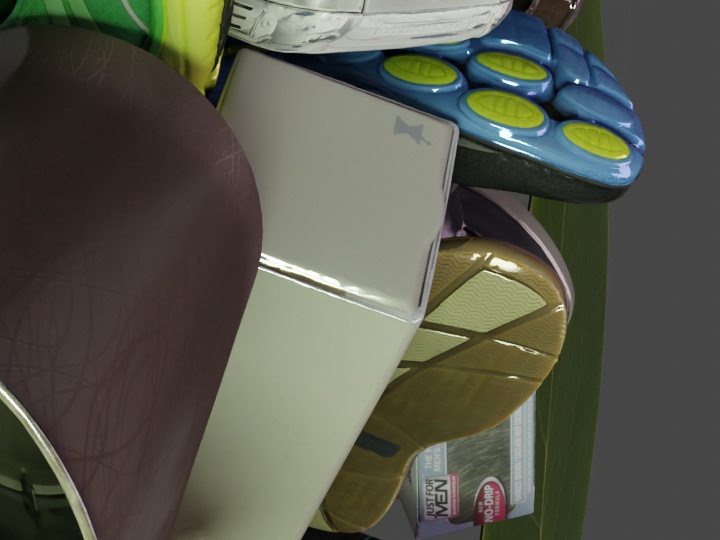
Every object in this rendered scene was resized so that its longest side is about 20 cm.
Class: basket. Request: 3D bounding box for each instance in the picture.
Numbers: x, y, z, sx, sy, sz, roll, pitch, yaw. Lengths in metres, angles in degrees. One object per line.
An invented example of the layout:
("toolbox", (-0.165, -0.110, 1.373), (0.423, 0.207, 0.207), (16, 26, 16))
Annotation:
("basket", (-0.099, 0.031, 0.502), (0.200, 0.136, 0.180), (-69, 180, -60))

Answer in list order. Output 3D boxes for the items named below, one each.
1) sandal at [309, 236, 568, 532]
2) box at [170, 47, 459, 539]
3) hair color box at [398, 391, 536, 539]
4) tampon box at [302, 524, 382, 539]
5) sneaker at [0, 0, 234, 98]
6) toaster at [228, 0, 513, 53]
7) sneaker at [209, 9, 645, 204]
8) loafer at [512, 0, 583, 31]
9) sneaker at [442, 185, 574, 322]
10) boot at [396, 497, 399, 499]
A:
("sandal", (0.011, 0.038, 0.806), (0.200, 0.080, 0.054), (-52, -165, 51))
("box", (-0.040, 0.033, 0.708), (0.095, 0.078, 0.200), (-77, -171, -45))
("hair color box", (0.026, 0.021, 1.014), (0.200, 0.061, 0.099), (-112, -166, -48))
("tampon box", (-0.030, 0.193, 0.808), (0.200, 0.150, 0.126), (-43, 151, -70))
("sneaker", (-0.086, -0.061, 0.637), (0.200, 0.084, 0.074), (112, -6, -51))
("toaster", (-0.022, -0.149, 0.688), (0.114, 0.200, 0.129), (-9, 115, -38))
("sneaker", (0.003, -0.046, 0.739), (0.071, 0.200, 0.083), (-62, 150, -49))
("loafer", (0.021, -0.178, 0.915), (0.071, 0.200, 0.073), (-24, 166, -45))
("sneaker", (0.000, 0.000, 0.857), (0.075, 0.200, 0.106), (-37, -152, 41))
("boot", (0.029, 0.062, 1.235), (0.200, 0.074, 0.155), (-35, 135, -70))
